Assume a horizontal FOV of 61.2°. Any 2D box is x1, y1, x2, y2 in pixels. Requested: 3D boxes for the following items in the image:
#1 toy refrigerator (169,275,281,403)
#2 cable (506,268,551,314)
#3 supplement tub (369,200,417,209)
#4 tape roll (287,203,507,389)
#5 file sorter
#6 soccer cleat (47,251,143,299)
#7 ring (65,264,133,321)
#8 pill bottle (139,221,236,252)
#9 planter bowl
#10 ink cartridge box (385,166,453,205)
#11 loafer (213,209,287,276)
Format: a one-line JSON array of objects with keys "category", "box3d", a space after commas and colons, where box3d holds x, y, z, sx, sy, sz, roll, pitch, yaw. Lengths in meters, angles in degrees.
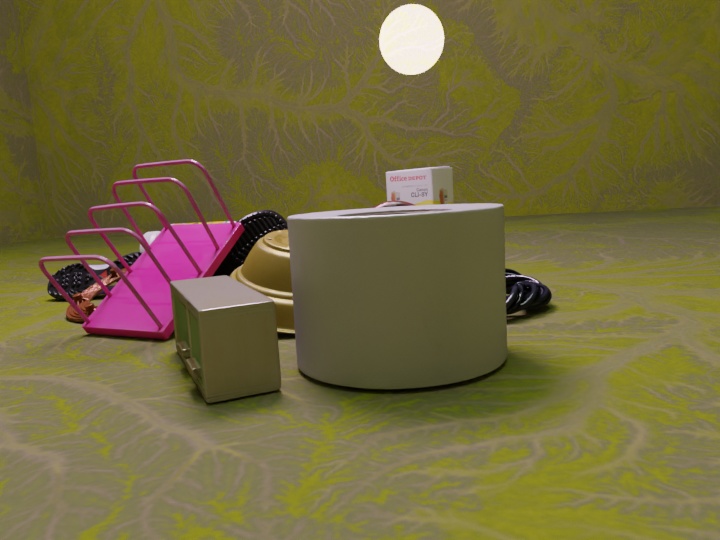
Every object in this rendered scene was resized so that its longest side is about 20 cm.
[{"category": "toy refrigerator", "box3d": [-0.137, 0.055, 0.572, 0.069, 0.077, 0.200, -6, 9, -23]}, {"category": "cable", "box3d": [0.162, 0.022, 0.785, 0.199, 0.051, 0.162, -8, 9, -38]}, {"category": "supplement tub", "box3d": [0.037, -0.035, 0.792, 0.106, 0.108, 0.200, -4, 5, -3]}, {"category": "tape roll", "box3d": [0.035, 0.013, 0.567, 0.200, 0.141, 0.203, -4, 7, 1]}, {"category": "file sorter", "box3d": [-0.271, -0.034, 0.765, 0.138, 0.126, 0.201, 0, 43, 27]}, {"category": "soccer cleat", "box3d": [-0.451, 0.020, 1.078, 0.198, 0.069, 0.073, -13, -26, 4]}, {"category": "ring", "box3d": [-0.347, 0.016, 0.915, 0.198, 0.019, 0.201, -16, 22, 7]}, {"category": "pill bottle", "box3d": [-0.346, -0.043, 1.263, 0.198, 0.114, 0.113, -2, 8, 10]}, {"category": "planter bowl", "box3d": [-0.078, 0.000, 0.762, 0.198, 0.084, 0.201, 5, 18, -2]}, {"category": "ink cartridge box", "box3d": [0.139, -0.138, 1.427, 0.083, 0.202, 0.144, -10, 10, -44]}, {"category": "loafer", "box3d": [-0.188, -0.014, 0.879, 0.200, 0.073, 0.071, -42, 8, -22]}]
